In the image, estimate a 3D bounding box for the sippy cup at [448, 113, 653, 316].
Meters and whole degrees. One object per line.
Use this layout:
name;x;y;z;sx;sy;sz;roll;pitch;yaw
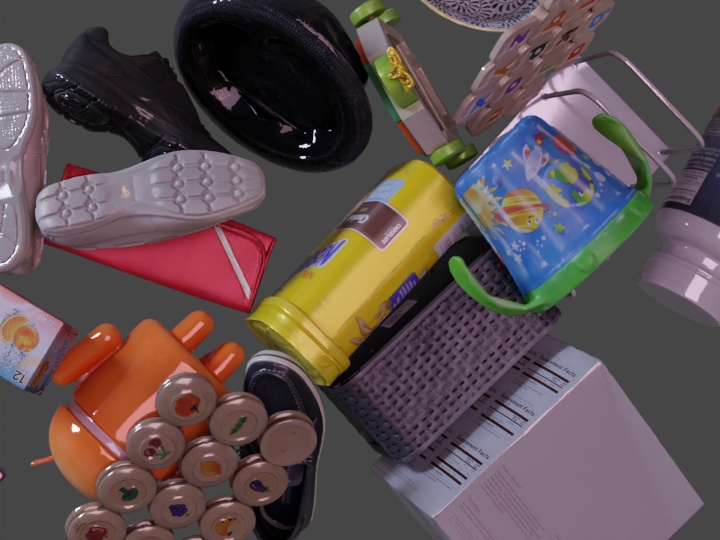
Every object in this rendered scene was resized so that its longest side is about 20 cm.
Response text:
sippy cup;0.153;-0.055;1.350;0.130;0.140;0.178;46;37;0

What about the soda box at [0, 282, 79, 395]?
soda box;-0.342;0.028;1.362;0.200;0.064;0.069;30;84;7

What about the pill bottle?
pill bottle;0.350;-0.053;1.523;0.119;0.120;0.200;31;84;-12

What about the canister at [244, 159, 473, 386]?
canister;0.000;0.000;1.429;0.087;0.149;0.200;44;79;-8

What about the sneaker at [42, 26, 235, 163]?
sneaker;-0.179;-0.143;1.423;0.200;0.076;0.091;36;58;-23

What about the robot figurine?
robot figurine;-0.191;0.122;1.402;0.200;0.117;0.144;-47;134;-7

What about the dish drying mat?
dish drying mat;-0.180;-0.029;1.431;0.199;0.018;0.077;20;84;-2

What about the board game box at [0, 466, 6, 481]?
board game box;-0.426;0.159;1.388;0.200;0.035;0.136;45;82;-10

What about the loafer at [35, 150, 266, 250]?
loafer;-0.179;-0.058;1.390;0.199;0.070;0.070;-6;70;2

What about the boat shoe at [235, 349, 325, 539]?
boat shoe;-0.072;0.161;1.413;0.074;0.062;0.200;8;122;13

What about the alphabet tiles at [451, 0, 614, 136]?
alphabet tiles;0.159;-0.199;1.404;0.015;0.200;0.195;46;49;15

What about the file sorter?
file sorter;0.199;-0.089;1.484;0.139;0.125;0.200;44;81;-11

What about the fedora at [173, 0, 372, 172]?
fedora;-0.063;-0.185;1.422;0.201;0.201;0.092;42;52;-10

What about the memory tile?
memory tile;-0.142;0.181;1.357;0.153;0.017;0.200;25;112;-28

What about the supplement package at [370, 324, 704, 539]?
supplement package;0.158;0.193;1.449;0.200;0.147;0.191;-42;114;-9

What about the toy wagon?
toy wagon;0.040;-0.162;1.406;0.040;0.200;0.155;-31;85;12

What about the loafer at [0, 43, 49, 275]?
loafer;-0.306;-0.095;1.405;0.072;0.063;0.201;-2;82;17

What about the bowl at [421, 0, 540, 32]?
bowl;0.117;-0.300;1.468;0.200;0.094;0.201;1;79;-4

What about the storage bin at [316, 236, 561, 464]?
storage bin;0.066;0.068;1.449;0.200;0.135;0.094;-42;100;-9
